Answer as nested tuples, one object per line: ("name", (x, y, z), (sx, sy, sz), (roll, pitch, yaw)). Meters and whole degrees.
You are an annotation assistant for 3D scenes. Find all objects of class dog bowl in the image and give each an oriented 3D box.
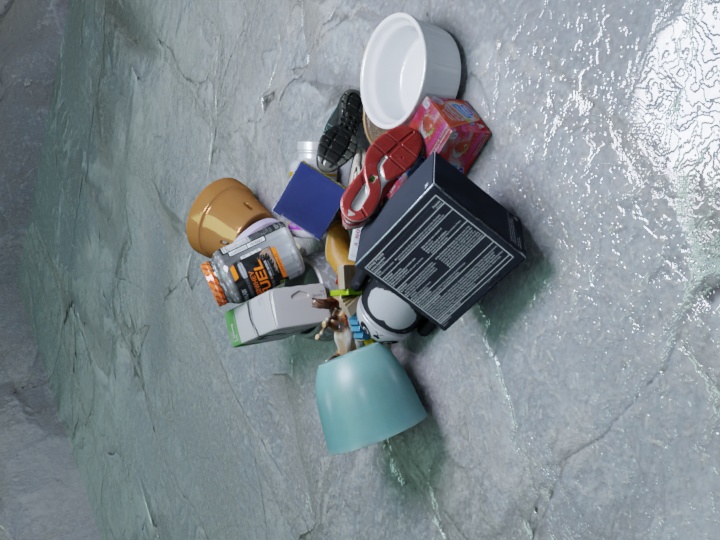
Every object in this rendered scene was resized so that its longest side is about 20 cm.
("dog bowl", (-0.107, 0.058, 1.833), (0.199, 0.058, 0.203), (5, 97, 52))

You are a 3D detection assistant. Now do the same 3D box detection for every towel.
("towel", (-0.009, -0.162, 1.633), (0.200, 0.034, 0.134), (-91, 13, -71))

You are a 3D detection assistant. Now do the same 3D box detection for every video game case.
("video game case", (0.020, -0.129, 1.568), (0.023, 0.200, 0.185), (12, 107, 8))

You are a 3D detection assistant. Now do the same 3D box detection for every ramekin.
("ramekin", (0.092, -0.353, 1.495), (0.199, 0.097, 0.204), (-2, 88, 57))

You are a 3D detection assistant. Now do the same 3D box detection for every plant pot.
("plant pot", (-0.299, -0.102, 1.986), (0.139, 0.199, 0.202), (30, 117, 30))
("plant pot", (0.006, 0.230, 1.553), (0.200, 0.199, 0.163), (-24, 86, 51))

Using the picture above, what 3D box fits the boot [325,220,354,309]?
("boot", (0.000, 0.001, 1.688), (0.143, 0.070, 0.204), (5, 102, 48))

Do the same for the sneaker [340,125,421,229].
("sneaker", (0.025, -0.156, 1.423), (0.078, 0.200, 0.116), (41, 164, 2))

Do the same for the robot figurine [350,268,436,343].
("robot figurine", (0.072, 0.045, 1.533), (0.151, 0.124, 0.201), (57, 131, 31))

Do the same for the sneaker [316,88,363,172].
("sneaker", (-0.041, -0.270, 1.670), (0.079, 0.075, 0.202), (-41, 22, 59))

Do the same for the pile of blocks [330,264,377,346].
("pile of blocks", (-0.019, 0.079, 1.615), (0.062, 0.082, 0.202), (-5, 111, 38))

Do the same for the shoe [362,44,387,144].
("shoe", (0.038, -0.342, 1.621), (0.053, 0.069, 0.203), (-56, -36, -81))

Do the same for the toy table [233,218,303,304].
("toy table", (-0.226, -0.015, 1.906), (0.117, 0.183, 0.201), (37, 91, 37))

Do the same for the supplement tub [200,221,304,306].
("supplement tub", (-0.227, -0.010, 1.740), (0.124, 0.198, 0.123), (61, 170, 18))

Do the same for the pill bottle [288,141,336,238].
("pill bottle", (-0.102, -0.173, 1.773), (0.104, 0.103, 0.203), (10, 100, 52))

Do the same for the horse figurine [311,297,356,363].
("horse figurine", (-0.044, 0.137, 1.672), (0.049, 0.132, 0.203), (-3, 108, 29))

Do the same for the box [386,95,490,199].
("box", (0.128, -0.198, 1.465), (0.096, 0.099, 0.201), (58, 134, 31))

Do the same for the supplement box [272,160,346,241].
("supplement box", (-0.097, -0.140, 1.622), (0.110, 0.108, 0.200), (-58, 6, 6))

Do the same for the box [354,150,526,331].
("box", (0.128, -0.047, 1.346), (0.200, 0.197, 0.124), (-45, 20, 28))

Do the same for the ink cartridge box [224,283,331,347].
("ink cartridge box", (-0.176, 0.096, 1.759), (0.199, 0.145, 0.086), (-24, 77, 52))
